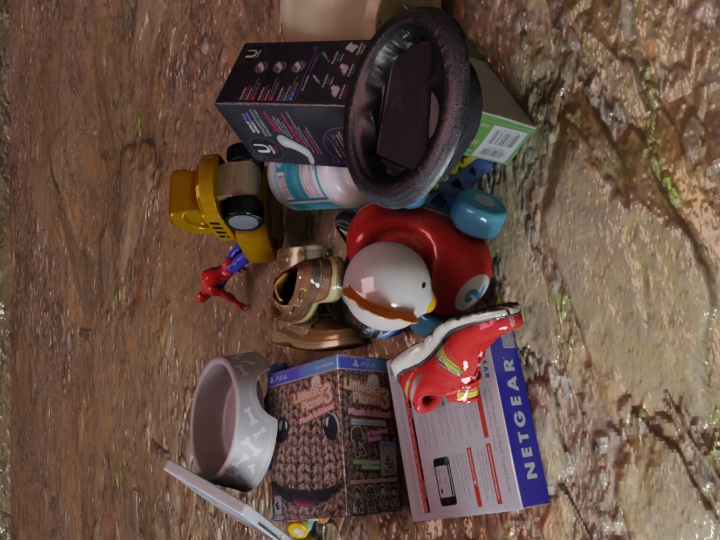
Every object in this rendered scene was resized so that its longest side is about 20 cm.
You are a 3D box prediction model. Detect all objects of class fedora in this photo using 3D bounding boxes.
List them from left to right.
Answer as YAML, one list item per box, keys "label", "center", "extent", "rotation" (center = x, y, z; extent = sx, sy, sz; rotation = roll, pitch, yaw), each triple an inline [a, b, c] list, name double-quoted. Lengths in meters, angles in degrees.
- label: "fedora"
  center: [0.067, -0.161, 0.781]
  extent: [0.200, 0.091, 0.203]
  rotation: [-5, 83, 50]

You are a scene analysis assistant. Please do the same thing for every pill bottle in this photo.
- label: "pill bottle"
  center: [-0.039, -0.142, 1.068]
  extent: [0.199, 0.110, 0.112]
  rotation: [4, 90, 51]

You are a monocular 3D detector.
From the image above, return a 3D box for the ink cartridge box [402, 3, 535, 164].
- label: "ink cartridge box"
  center: [0.110, -0.219, 0.890]
  extent: [0.059, 0.103, 0.201]
  rotation: [-51, 50, 34]

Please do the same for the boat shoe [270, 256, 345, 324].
- label: "boat shoe"
  center: [-0.087, 0.024, 1.022]
  extent: [0.200, 0.067, 0.073]
  rotation: [147, 126, -60]

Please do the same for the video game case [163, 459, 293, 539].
- label: "video game case"
  center: [-0.182, 0.337, 1.076]
  extent: [0.142, 0.201, 0.018]
  rotation: [20, 65, 27]

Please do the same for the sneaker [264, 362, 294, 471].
- label: "sneaker"
  center: [-0.134, 0.215, 1.152]
  extent: [0.079, 0.088, 0.201]
  rotation: [-57, 24, 32]

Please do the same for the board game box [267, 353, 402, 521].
- label: "board game box"
  center: [-0.039, 0.229, 1.025]
  extent: [0.159, 0.096, 0.202]
  rotation: [-22, 65, 43]

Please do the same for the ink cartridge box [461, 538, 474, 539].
- label: "ink cartridge box"
  center: [0.083, 0.429, 0.835]
  extent: [0.145, 0.144, 0.202]
  rotation: [42, 120, 45]

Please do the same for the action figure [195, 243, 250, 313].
- label: "action figure"
  center: [-0.201, -0.006, 1.311]
  extent: [0.200, 0.099, 0.065]
  rotation: [-43, 50, 13]

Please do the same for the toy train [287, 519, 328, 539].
- label: "toy train"
  center: [-0.082, 0.398, 1.074]
  extent: [0.055, 0.150, 0.202]
  rotation: [0, 81, 15]

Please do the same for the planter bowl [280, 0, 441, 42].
- label: "planter bowl"
  center: [0.017, -0.336, 0.959]
  extent: [0.134, 0.199, 0.202]
  rotation: [32, 112, 36]

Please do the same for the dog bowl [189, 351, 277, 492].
- label: "dog bowl"
  center: [-0.189, 0.215, 1.092]
  extent: [0.199, 0.058, 0.202]
  rotation: [-22, 63, 53]

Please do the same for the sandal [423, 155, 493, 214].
- label: "sandal"
  center: [0.095, -0.069, 0.935]
  extent: [0.087, 0.080, 0.200]
  rotation: [45, 122, -1]

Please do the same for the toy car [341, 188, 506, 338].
- label: "toy car"
  center: [0.052, 0.013, 0.831]
  extent: [0.200, 0.175, 0.186]
  rotation: [-63, -6, -58]

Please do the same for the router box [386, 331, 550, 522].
- label: "router box"
  center: [0.118, 0.183, 0.888]
  extent: [0.179, 0.049, 0.202]
  rotation: [-27, 66, 47]

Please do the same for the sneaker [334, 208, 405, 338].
- label: "sneaker"
  center: [0.000, 0.001, 1.020]
  extent: [0.071, 0.082, 0.201]
  rotation: [95, 159, -62]

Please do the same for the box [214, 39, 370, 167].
- label: "box"
  center: [-0.060, -0.208, 0.952]
  extent: [0.198, 0.122, 0.107]
  rotation: [8, 64, 27]

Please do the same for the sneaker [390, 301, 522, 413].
- label: "sneaker"
  center: [0.114, 0.098, 0.818]
  extent: [0.200, 0.076, 0.086]
  rotation: [-44, 64, 48]

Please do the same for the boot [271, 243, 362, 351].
- label: "boot"
  center: [-0.065, 0.039, 1.121]
  extent: [0.199, 0.072, 0.157]
  rotation: [0, 86, 56]

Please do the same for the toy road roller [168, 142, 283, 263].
- label: "toy road roller"
  center: [-0.203, -0.098, 1.148]
  extent: [0.200, 0.144, 0.124]
  rotation: [70, -164, -66]
